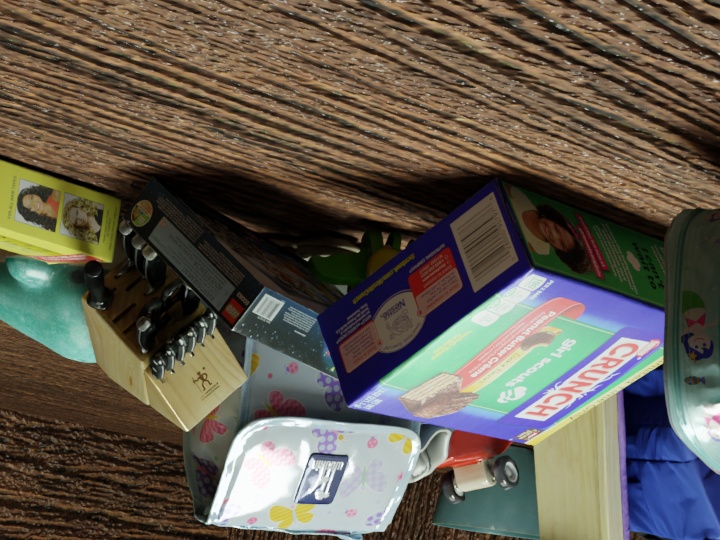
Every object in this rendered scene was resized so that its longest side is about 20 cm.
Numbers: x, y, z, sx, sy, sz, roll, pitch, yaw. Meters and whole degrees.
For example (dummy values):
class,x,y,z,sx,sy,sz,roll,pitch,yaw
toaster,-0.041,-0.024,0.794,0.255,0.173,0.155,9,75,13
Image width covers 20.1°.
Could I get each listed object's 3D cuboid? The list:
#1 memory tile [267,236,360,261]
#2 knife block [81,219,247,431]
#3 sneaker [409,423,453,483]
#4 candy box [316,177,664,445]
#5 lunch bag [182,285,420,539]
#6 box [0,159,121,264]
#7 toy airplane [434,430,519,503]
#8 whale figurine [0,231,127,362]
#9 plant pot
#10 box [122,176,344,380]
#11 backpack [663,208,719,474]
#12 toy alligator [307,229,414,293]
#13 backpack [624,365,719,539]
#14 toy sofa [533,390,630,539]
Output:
class,x,y,z,sx,sy,sz,roll,pitch,yaw
memory tile,0.000,0.000,1.602,0.199,0.017,0.153,14,169,-38
knife block,-0.165,0.024,1.485,0.200,0.064,0.176,26,151,55
sneaker,-0.002,0.123,1.835,0.201,0.148,0.077,-12,167,32
candy box,0.102,0.034,1.321,0.169,0.078,0.199,-38,147,31
lunch bag,-0.041,0.105,1.588,0.168,0.202,0.127,10,172,-28
box,-0.262,-0.049,1.403,0.075,0.051,0.199,-1,168,38
toy airplane,0.122,0.115,1.929,0.199,0.142,0.199,-28,-171,-10
whale figurine,-0.258,0.019,1.643,0.198,0.105,0.159,3,171,5
plant pot,0.219,0.344,3.192,0.198,0.136,0.200,8,171,1
box,-0.060,0.016,1.410,0.136,0.038,0.200,42,-172,37
backpack,0.239,0.030,1.080,0.149,0.179,0.200,-1,165,19
toy alligator,0.059,0.015,1.458,0.198,0.055,0.059,22,157,-8
backpack,0.275,0.124,1.598,0.161,0.169,0.200,-14,176,-20
toy sofa,0.177,0.150,1.553,0.082,0.202,0.097,9,-160,43
